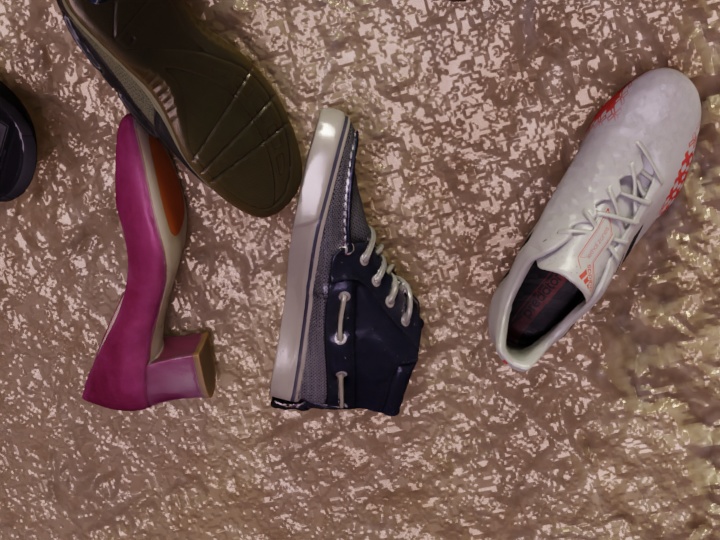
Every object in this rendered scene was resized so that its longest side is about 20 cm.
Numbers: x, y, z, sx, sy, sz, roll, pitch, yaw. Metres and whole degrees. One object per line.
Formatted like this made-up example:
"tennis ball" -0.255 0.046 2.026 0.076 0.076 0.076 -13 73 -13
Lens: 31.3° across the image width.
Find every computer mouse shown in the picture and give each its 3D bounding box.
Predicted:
"computer mouse" -0.274 -0.141 0.827 0.198 0.046 0.142 26 116 14

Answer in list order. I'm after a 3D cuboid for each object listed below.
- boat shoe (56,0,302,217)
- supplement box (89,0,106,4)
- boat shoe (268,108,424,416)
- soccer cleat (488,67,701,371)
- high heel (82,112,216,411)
"boat shoe" -0.112 -0.118 0.793 0.072 0.066 0.201 -47 117 -12
"supplement box" -0.118 -0.272 0.668 0.133 0.200 0.201 31 112 -1
"boat shoe" 0.000 0.000 0.813 0.091 0.075 0.203 9 117 -1
"soccer cleat" 0.138 -0.026 0.764 0.068 0.085 0.201 32 111 -1
"high heel" -0.158 -0.001 0.842 0.094 0.068 0.203 -5 117 10
